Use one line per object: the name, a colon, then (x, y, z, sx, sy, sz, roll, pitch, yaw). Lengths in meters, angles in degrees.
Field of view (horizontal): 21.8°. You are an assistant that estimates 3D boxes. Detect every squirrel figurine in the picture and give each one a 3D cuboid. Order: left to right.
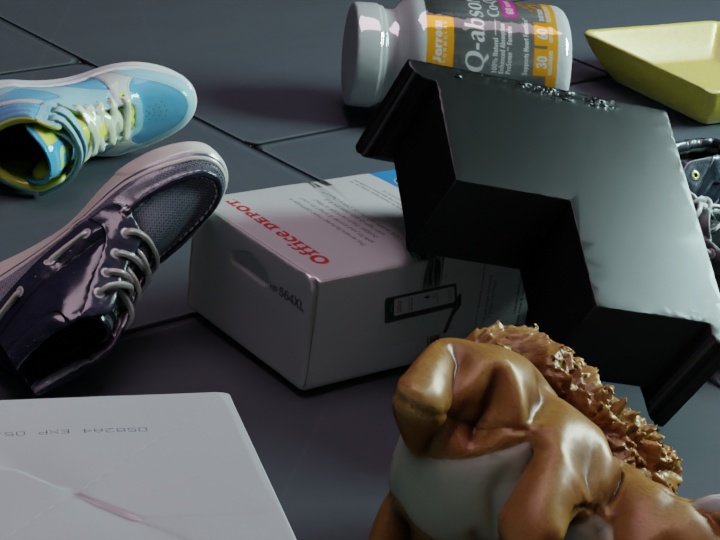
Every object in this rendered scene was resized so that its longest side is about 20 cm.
squirrel figurine: (0.118, 0.113, 1.002, 0.185, 0.142, 0.200, 21, 28, 14)

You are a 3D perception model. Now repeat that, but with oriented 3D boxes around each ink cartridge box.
ink cartridge box: (0.000, 0.000, 1.285, 0.199, 0.085, 0.146, -11, 30, -37)

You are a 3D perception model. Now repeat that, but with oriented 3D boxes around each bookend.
bookend: (0.116, -0.017, 1.204, 0.197, 0.092, 0.201, 8, 51, -23)

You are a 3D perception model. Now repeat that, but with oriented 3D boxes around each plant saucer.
plant saucer: (0.357, -0.199, 1.900, 0.199, 0.049, 0.200, -8, 27, -33)

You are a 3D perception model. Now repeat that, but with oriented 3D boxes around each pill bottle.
pill bottle: (0.087, -0.193, 1.718, 0.198, 0.117, 0.117, 3, 23, -10)

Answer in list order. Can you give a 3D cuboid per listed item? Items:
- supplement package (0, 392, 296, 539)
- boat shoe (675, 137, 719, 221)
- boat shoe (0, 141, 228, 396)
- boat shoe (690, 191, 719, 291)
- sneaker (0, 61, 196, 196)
supplement package: (-0.113, 0.171, 0.708, 0.151, 0.201, 0.151, -1, 25, -18)
boat shoe: (0.228, -0.045, 1.448, 0.070, 0.092, 0.200, 20, 26, 28)
boat shoe: (-0.154, 0.002, 1.185, 0.200, 0.075, 0.093, -37, 42, -8)
boat shoe: (0.236, -0.020, 1.335, 0.199, 0.068, 0.073, 45, 19, 25)
sneaker: (-0.217, -0.108, 1.486, 0.198, 0.080, 0.131, -10, 25, -15)
